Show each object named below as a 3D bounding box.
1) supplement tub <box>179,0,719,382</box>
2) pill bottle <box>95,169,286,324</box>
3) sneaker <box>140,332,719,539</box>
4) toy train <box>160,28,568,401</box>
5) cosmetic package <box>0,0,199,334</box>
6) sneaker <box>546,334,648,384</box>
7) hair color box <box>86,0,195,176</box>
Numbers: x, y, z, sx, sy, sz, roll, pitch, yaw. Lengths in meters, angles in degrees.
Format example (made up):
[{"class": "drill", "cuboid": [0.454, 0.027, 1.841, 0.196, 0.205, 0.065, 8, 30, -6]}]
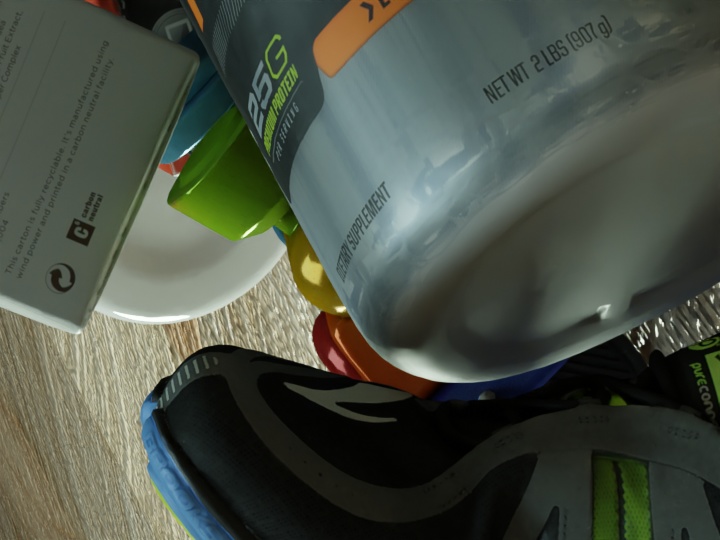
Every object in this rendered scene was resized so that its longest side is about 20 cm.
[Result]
[{"class": "supplement tub", "cuboid": [0.014, -0.087, 0.639, 0.200, 0.122, 0.123, 61, 165, 23]}, {"class": "pill bottle", "cuboid": [-0.104, -0.064, 1.150, 0.200, 0.111, 0.111, 43, 152, 60]}, {"class": "sneaker", "cuboid": [0.050, 0.040, 0.593, 0.071, 0.199, 0.083, -106, 33, -53]}, {"class": "toy train", "cuboid": [0.000, 0.000, 0.744, 0.116, 0.085, 0.200, 40, -168, -17]}, {"class": "cosmetic package", "cuboid": [-0.157, -0.061, 0.759, 0.200, 0.085, 0.108, 25, 178, -22]}, {"class": "sneaker", "cuboid": [0.052, 0.105, 0.876, 0.121, 0.083, 0.201, -169, 65, -68]}, {"class": "hair color box", "cuboid": [-0.050, -0.087, 0.931, 0.200, 0.101, 0.061, -151, 41, -70]}]
